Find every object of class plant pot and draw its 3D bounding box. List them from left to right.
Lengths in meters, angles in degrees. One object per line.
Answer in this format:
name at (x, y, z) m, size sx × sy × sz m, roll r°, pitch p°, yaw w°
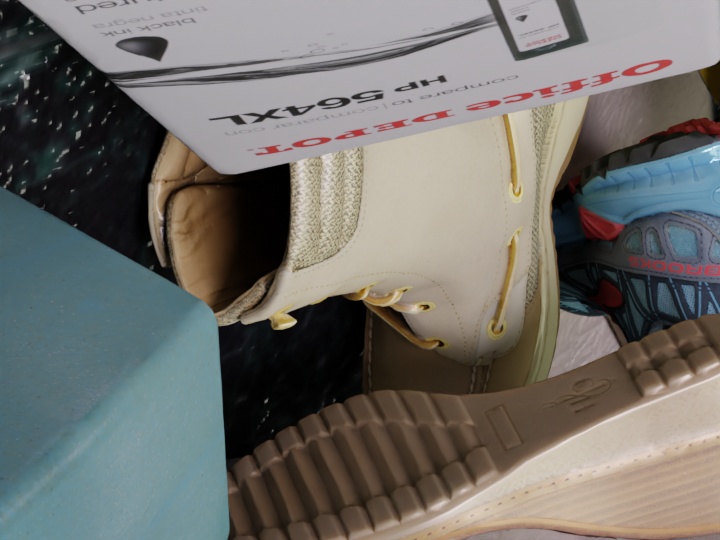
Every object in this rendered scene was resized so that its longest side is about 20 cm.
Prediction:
plant pot at (-0.130, 0.074, 0.562) m, size 0.200 × 0.141 × 0.142 m, roll -42°, pitch 147°, yaw -35°

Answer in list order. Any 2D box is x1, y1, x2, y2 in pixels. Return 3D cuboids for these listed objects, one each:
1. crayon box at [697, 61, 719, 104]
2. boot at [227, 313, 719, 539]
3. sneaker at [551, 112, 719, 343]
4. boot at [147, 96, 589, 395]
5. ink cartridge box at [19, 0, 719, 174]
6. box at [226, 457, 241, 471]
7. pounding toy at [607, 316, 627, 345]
crayon box at (0.152, -0.173, 0.828) m, size 0.200 × 0.051 × 0.127 m, roll -55°, pitch 150°, yaw -7°
boot at (0.057, 0.110, 0.735) m, size 0.200 × 0.072 × 0.167 m, roll -18°, pitch 123°, yaw 5°
sneaker at (0.105, 0.009, 0.824) m, size 0.079 × 0.096 × 0.200 m, roll -18°, pitch 174°, yaw -7°
boot at (0.000, 0.000, 0.741) m, size 0.155 × 0.073 × 0.200 m, roll -22°, pitch 133°, yaw -46°
ink cartridge box at (0.006, -0.093, 0.535) m, size 0.200 × 0.146 × 0.085 m, roll 41°, pitch 37°, yaw -76°
box at (-0.057, 0.184, 0.787) m, size 0.144 × 0.036 × 0.200 m, roll -64°, pitch 163°, yaw -62°
pounding toy at (0.211, 0.073, 1.007) m, size 0.142 × 0.184 × 0.200 m, roll -51°, pitch 149°, yaw -10°
